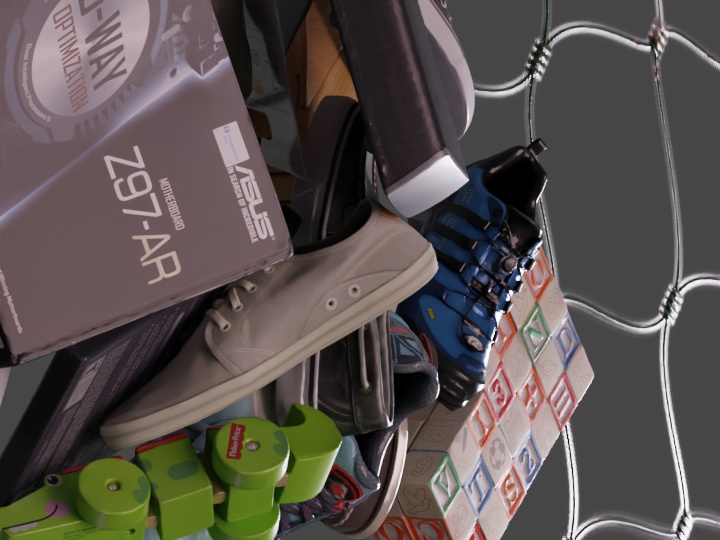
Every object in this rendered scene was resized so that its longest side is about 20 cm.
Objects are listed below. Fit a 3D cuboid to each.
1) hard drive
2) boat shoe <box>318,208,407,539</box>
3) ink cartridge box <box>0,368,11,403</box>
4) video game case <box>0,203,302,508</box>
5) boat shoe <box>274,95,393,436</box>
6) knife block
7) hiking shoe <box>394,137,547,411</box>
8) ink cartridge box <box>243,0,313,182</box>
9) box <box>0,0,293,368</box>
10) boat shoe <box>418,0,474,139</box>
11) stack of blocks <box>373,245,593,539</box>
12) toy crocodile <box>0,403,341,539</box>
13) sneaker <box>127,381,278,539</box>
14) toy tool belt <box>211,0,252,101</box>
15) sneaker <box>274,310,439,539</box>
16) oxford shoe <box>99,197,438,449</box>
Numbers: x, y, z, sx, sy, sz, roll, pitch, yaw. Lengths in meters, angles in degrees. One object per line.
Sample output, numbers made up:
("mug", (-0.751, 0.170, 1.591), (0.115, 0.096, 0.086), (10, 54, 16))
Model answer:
("hard drive", (0.020, -0.097, 1.496), (0.200, 0.042, 0.135), (14, 61, -85))
("boat shoe", (-0.014, 0.056, 1.693), (0.059, 0.072, 0.200), (15, 74, -49))
("ink cartridge box", (-0.224, 0.047, 1.381), (0.104, 0.059, 0.200), (42, 56, -48))
("video game case", (-0.116, 0.052, 1.500), (0.200, 0.019, 0.143), (-36, 162, -52))
("boat shoe", (0.000, 0.000, 1.575), (0.072, 0.071, 0.200), (57, 35, -67))
("knife block", (-0.009, -0.110, 1.704), (0.175, 0.064, 0.200), (-2, 91, -56))
("hiking shoe", (0.067, -0.004, 1.754), (0.074, 0.087, 0.200), (37, 36, -25))
("ink cartridge box", (-0.054, -0.160, 1.558), (0.050, 0.161, 0.200), (-17, 105, -17))
("box", (-0.136, -0.073, 1.373), (0.160, 0.044, 0.200), (-21, 96, -28))
("boat shoe", (0.017, -0.162, 1.632), (0.200, 0.070, 0.066), (57, 44, -31))
("stack of blocks", (0.068, 0.088, 1.824), (0.200, 0.058, 0.115), (-56, 134, -40))
("toy crocodile", (-0.100, 0.112, 1.468), (0.200, 0.062, 0.068), (-15, 140, -21))
("sneaker", (-0.109, 0.126, 1.521), (0.082, 0.074, 0.200), (37, 70, -47))
("toy tool belt", (-0.124, -0.110, 1.512), (0.125, 0.123, 0.200), (-67, 155, -54))
("sneaker", (-0.036, 0.102, 1.592), (0.200, 0.095, 0.079), (-50, 134, -8))
("oxford shoe", (-0.054, 0.027, 1.489), (0.200, 0.075, 0.058), (-33, 101, -11))
